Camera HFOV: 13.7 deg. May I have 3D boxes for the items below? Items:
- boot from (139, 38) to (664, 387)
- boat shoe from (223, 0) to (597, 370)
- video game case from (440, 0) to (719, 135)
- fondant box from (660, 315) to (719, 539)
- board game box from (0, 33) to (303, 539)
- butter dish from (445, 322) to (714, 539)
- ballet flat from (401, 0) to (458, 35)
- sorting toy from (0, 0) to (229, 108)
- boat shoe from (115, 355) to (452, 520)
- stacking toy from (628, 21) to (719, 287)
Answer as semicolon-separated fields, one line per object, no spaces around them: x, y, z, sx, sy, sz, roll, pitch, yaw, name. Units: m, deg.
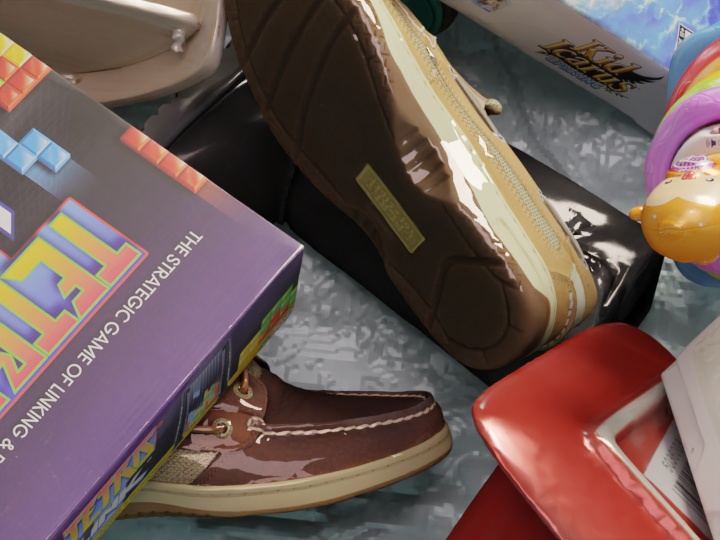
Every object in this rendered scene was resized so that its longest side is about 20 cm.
0.001;-0.001;1.207;0.200;0.066;0.165;37;71;11;boot
0.021;-0.054;1.166;0.076;0.072;0.200;-21;76;-48;boat shoe
0.087;-0.182;1.240;0.181;0.045;0.201;26;58;-35;video game case
0.207;0.108;1.067;0.200;0.058;0.145;31;26;-26;fondant box
-0.144;0.024;1.101;0.165;0.057;0.200;34;63;13;board game box
0.097;0.138;1.094;0.148;0.200;0.200;-45;82;22;butter dish
-0.042;-0.156;1.274;0.199;0.073;0.073;18;65;15;ballet flat
-0.153;-0.169;1.214;0.199;0.107;0.181;13;69;-16;sorting toy
-0.064;0.053;1.157;0.199;0.072;0.072;-4;99;-1;boat shoe
0.142;-0.033;1.099;0.116;0.200;0.110;3;100;23;stacking toy
